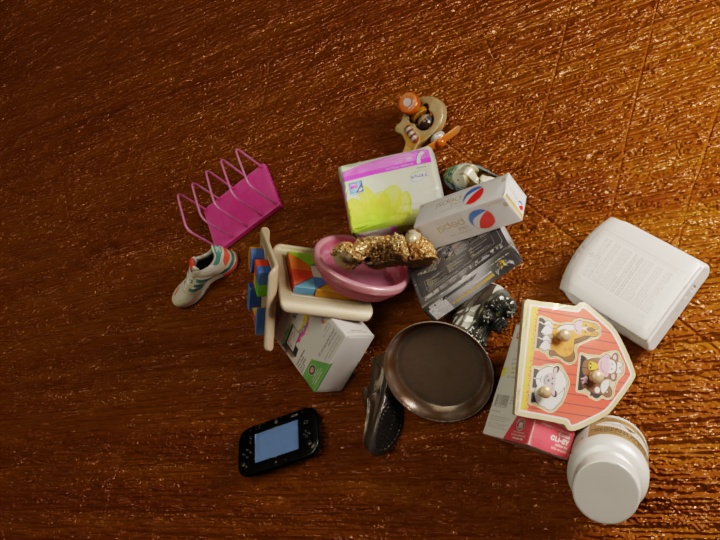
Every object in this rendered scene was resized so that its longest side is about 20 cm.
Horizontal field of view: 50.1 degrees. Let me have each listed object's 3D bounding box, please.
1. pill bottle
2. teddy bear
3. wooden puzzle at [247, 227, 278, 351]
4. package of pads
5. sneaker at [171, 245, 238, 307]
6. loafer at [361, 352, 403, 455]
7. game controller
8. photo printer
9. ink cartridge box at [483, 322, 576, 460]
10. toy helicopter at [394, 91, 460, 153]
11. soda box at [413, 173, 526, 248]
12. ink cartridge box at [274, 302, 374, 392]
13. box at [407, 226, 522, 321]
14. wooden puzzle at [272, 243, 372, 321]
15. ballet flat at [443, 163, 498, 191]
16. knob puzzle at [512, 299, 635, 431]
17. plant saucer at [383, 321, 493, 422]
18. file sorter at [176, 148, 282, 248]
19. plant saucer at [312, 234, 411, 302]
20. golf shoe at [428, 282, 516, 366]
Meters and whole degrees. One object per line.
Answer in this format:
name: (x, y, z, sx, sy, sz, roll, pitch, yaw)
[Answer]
pill bottle: (0.362, 0.290, 1.125, 0.114, 0.200, 0.115, 2, 95, 20)
teddy bear: (0.041, -0.041, 1.426, 0.199, 0.145, 0.067, -7, 75, 6)
wooden puzzle: (-0.199, 0.034, 1.544, 0.200, 0.046, 0.186, -112, 25, -60)
package of pads: (0.066, -0.150, 1.547, 0.199, 0.068, 0.155, -13, 75, 5)
sneaker: (-0.385, 0.007, 1.805, 0.199, 0.093, 0.071, -36, 55, 15)
loafer: (0.039, 0.249, 1.455, 0.071, 0.073, 0.201, -5, 62, 42)
game controller: (-0.165, 0.347, 1.555, 0.199, 0.042, 0.105, -23, 60, 23)
photo printer: (0.444, 0.014, 1.284, 0.200, 0.069, 0.167, 36, 92, 38)
ink cartridge box: (0.295, 0.191, 1.259, 0.145, 0.083, 0.201, -12, 57, 71)
toy helicopter: (0.123, -0.267, 1.621, 0.132, 0.079, 0.201, 27, 97, 28)
soda box: (0.200, -0.106, 1.417, 0.199, 0.068, 0.064, -18, 39, 37)
ink cartridge box: (-0.085, 0.122, 1.546, 0.200, 0.084, 0.145, 48, 119, 36)
box: (0.188, -0.018, 1.442, 0.200, 0.048, 0.159, -36, 32, 15)
wooden puzzle: (-0.077, 0.016, 1.527, 0.200, 0.184, 0.037, -105, 29, -52)
ballet flat: (0.234, -0.173, 1.499, 0.200, 0.074, 0.074, 29, 87, 37)
knob puzzle: (0.337, 0.146, 1.181, 0.030, 0.219, 0.221, 153, 136, -74)
plant saucer: (0.141, 0.177, 1.375, 0.199, 0.032, 0.201, 7, 112, 17)
file sorter: (-0.314, -0.169, 1.813, 0.200, 0.125, 0.139, -35, 55, 16)
plant saucer: (0.000, 0.000, 1.517, 0.200, 0.200, 0.051, 42, 127, 37)
golf shoe: (0.198, 0.105, 1.415, 0.200, 0.078, 0.095, -44, 31, 12)
